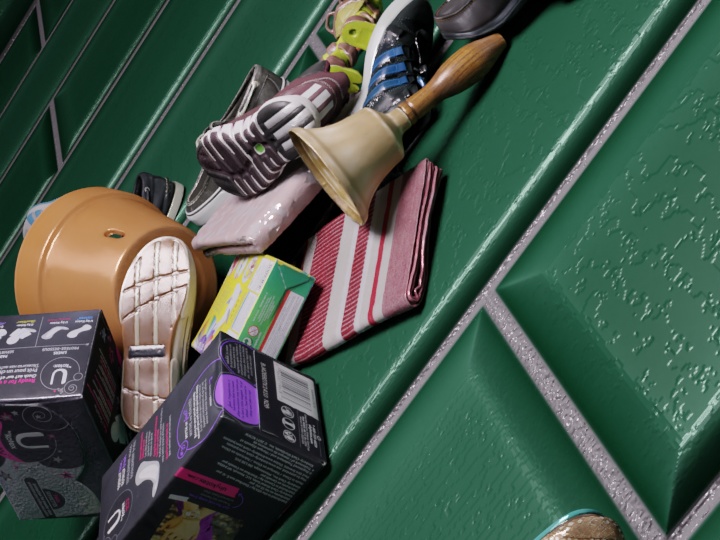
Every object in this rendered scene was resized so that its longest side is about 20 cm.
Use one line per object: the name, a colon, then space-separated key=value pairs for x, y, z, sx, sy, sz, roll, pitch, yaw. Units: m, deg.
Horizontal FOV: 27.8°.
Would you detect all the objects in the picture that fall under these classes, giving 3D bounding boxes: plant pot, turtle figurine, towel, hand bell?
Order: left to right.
plant pot: x=-0.249 y=0.014 z=1.563 sx=0.140 sy=0.200 sz=0.200 roll=8 pitch=70 yaw=46
towel: x=-0.073 y=-0.092 z=1.445 sx=0.200 sy=0.032 sz=0.191 roll=-52 pitch=17 yaw=-17
towel: x=0.000 y=0.000 z=1.293 sx=0.200 sy=0.023 sz=0.144 roll=-31 pitch=41 yaw=50
turtle figurine: x=0.004 y=-0.252 z=1.452 sx=0.200 sy=0.064 sz=0.161 roll=-44 pitch=16 yaw=27
hand bell: x=0.048 y=-0.139 z=1.263 sx=0.200 sy=0.104 sz=0.104 roll=-38 pitch=25 yaw=-7

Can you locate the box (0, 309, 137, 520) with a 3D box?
box: x=-0.303 y=0.149 z=1.456 sx=0.132 sy=0.200 sz=0.115 roll=-4 pitch=45 yaw=7

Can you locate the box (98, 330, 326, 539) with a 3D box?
box: x=-0.131 y=0.174 z=1.257 sx=0.200 sy=0.106 sz=0.122 roll=-49 pitch=26 yaw=24

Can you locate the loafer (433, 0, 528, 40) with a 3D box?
loafer: x=0.125 y=-0.261 z=1.253 sx=0.200 sy=0.072 sz=0.073 roll=-25 pitch=29 yaw=48

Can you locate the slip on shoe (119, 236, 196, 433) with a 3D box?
slip on shoe: x=-0.202 y=0.068 z=1.474 sx=0.061 sy=0.076 sz=0.201 roll=52 pitch=-142 yaw=-77

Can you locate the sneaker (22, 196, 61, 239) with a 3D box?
sneaker: x=-0.441 y=-0.049 z=2.094 sx=0.200 sy=0.076 sz=0.081 roll=-19 pitch=50 yaw=57

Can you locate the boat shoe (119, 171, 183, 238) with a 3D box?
boat shoe: x=-0.285 y=-0.031 z=1.796 sx=0.074 sy=0.066 sz=0.200 roll=1 pitch=65 yaw=61

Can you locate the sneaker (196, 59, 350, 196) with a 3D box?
sneaker: x=-0.070 y=-0.140 z=1.393 sx=0.116 sy=0.076 sz=0.200 roll=-45 pitch=16 yaw=-32

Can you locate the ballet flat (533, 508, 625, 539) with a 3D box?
ballet flat: x=0.085 y=0.221 z=0.863 sx=0.200 sy=0.070 sz=0.065 roll=-50 pitch=42 yaw=30

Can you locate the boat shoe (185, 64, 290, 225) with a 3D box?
boat shoe: x=-0.153 y=-0.145 z=1.672 sx=0.200 sy=0.064 sz=0.071 roll=-56 pitch=26 yaw=11

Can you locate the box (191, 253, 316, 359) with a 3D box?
box: x=-0.109 y=0.040 z=1.396 sx=0.118 sy=0.048 sz=0.200 roll=-64 pitch=18 yaw=-2

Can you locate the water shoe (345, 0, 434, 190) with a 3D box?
water shoe: x=0.042 y=-0.162 z=1.348 sx=0.079 sy=0.071 sz=0.200 roll=12 pitch=78 yaw=41
